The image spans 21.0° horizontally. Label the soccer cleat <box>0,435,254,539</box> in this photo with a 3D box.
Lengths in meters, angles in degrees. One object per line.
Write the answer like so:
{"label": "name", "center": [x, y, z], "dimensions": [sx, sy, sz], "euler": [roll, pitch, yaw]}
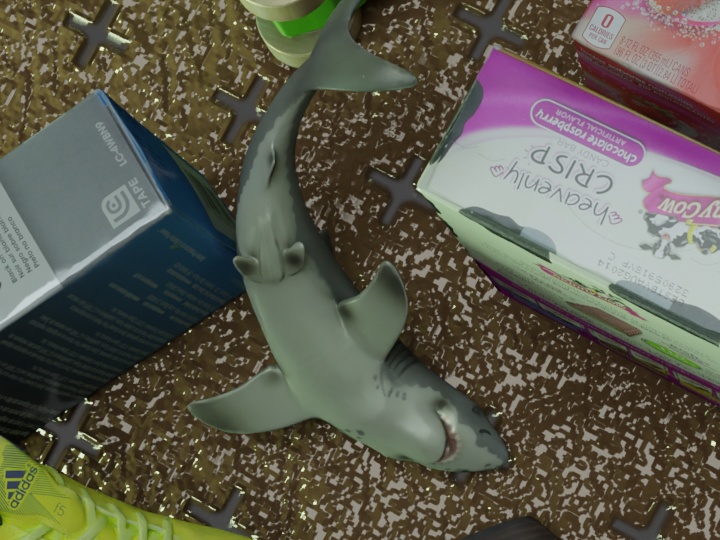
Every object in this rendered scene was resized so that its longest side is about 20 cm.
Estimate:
{"label": "soccer cleat", "center": [-0.121, 0.101, 0.736], "dimensions": [0.199, 0.084, 0.065], "euler": [12, 37, -11]}

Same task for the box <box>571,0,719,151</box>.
{"label": "box", "center": [0.197, -0.079, 0.780], "dimensions": [0.200, 0.095, 0.103], "euler": [30, 86, 16]}

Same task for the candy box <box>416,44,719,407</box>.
{"label": "candy box", "center": [0.108, -0.005, 0.731], "dimensions": [0.136, 0.200, 0.061], "euler": [28, 87, 15]}

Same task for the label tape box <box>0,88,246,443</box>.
{"label": "label tape box", "center": [-0.152, 0.021, 0.812], "dimensions": [0.200, 0.143, 0.066], "euler": [-32, 75, 5]}

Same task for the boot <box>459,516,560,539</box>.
{"label": "boot", "center": [0.034, 0.186, 0.761], "dimensions": [0.199, 0.070, 0.146], "euler": [-26, 54, -3]}

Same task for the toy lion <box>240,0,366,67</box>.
{"label": "toy lion", "center": [0.001, -0.202, 0.869], "dimensions": [0.199, 0.069, 0.192], "euler": [-16, 69, 9]}

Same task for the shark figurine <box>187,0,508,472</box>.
{"label": "shark figurine", "center": [-0.016, -0.015, 0.811], "dimensions": [0.128, 0.090, 0.215], "euler": [-7, 115, 15]}
